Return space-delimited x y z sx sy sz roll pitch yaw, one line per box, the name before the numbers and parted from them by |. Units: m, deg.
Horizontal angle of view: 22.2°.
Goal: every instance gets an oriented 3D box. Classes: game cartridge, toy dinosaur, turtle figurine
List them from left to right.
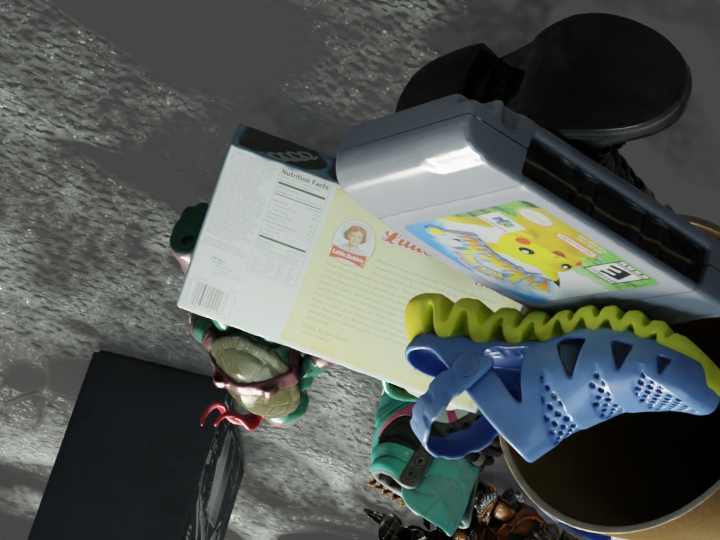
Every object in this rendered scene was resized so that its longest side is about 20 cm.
turtle figurine | -0.060 0.044 1.244 0.149 0.101 0.200 2 142 15
toy dinosaur | 0.079 0.201 1.464 0.199 0.103 0.136 -10 157 39
game cartridge | 0.090 -0.022 0.942 0.200 0.041 0.133 29 162 -27

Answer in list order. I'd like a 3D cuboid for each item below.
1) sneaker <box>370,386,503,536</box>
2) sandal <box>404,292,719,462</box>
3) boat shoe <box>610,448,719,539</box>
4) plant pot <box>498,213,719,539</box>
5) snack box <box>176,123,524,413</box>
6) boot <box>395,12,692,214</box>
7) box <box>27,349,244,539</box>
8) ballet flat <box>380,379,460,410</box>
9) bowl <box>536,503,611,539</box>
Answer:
sneaker | 0.078 0.122 1.272 0.084 0.121 0.200 36 148 -32
sandal | 0.102 0.066 0.993 0.199 0.087 0.079 0 152 40
boat shoe | 0.206 0.178 1.270 0.072 0.069 0.200 19 154 -2
plant pot | 0.213 0.091 1.088 0.186 0.187 0.200 -7 154 41
snack box | 0.000 0.000 1.115 0.199 0.037 0.116 20 116 -4
boot | 0.130 -0.053 0.969 0.200 0.069 0.174 3 150 50
box | -0.182 0.203 1.505 0.123 0.201 0.197 12 154 8
ballet flat | 0.092 0.060 1.203 0.200 0.071 0.067 -9 142 42
bowl | 0.225 0.164 1.354 0.200 0.039 0.201 15 154 7
